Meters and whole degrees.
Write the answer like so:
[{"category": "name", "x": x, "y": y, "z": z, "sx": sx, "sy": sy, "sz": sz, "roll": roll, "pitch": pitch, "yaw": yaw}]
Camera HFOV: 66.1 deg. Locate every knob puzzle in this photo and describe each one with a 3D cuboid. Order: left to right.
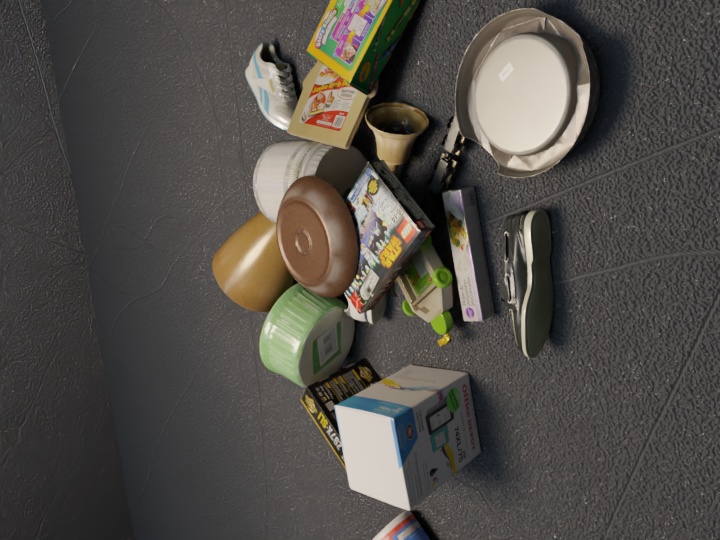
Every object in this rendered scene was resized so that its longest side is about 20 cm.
[{"category": "knob puzzle", "x": -0.033, "y": -0.314, "z": 0.954, "sx": 0.216, "sy": 0.030, "sz": 0.226, "roll": -18, "pitch": 63, "yaw": 38}]

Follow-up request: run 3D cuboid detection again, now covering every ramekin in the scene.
[{"category": "ramekin", "x": -0.098, "y": 0.133, "z": 1.109, "sx": 0.096, "sy": 0.198, "sz": 0.205, "roll": 25, "pitch": 121, "yaw": 32}]

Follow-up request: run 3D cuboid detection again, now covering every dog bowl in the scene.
[{"category": "dog bowl", "x": 0.216, "y": -0.227, "z": 0.720, "sx": 0.197, "sy": 0.058, "sz": 0.206, "roll": 19, "pitch": 116, "yaw": 44}]

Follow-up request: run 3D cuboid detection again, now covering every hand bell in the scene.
[{"category": "hand bell", "x": 0.053, "y": -0.163, "z": 0.933, "sx": 0.104, "sy": 0.103, "sz": 0.204, "roll": 39, "pitch": 142, "yaw": 33}]

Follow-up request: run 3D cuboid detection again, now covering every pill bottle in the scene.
[{"category": "pill bottle", "x": 0.113, "y": 0.589, "z": 1.075, "sx": 0.201, "sy": 0.110, "sz": 0.114, "roll": 49, "pitch": 135, "yaw": 26}]

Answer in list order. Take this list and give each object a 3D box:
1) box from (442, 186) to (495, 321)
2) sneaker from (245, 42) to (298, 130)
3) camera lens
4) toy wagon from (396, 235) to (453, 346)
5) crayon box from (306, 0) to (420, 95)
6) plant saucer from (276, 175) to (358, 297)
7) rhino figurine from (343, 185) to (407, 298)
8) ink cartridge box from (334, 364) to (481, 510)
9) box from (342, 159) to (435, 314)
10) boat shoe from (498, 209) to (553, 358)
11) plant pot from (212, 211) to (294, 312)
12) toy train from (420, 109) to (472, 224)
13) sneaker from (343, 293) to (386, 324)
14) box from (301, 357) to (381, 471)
[{"category": "box", "x": 0.168, "y": -0.025, "z": 0.858, "sx": 0.038, "sy": 0.041, "sz": 0.206, "roll": -4, "pitch": 101, "yaw": 48}, {"category": "sneaker", "x": -0.166, "y": -0.365, "z": 1.109, "sx": 0.203, "sy": 0.075, "sz": 0.081, "roll": 57, "pitch": 135, "yaw": 16}, {"category": "camera lens", "x": -0.093, "y": -0.158, "z": 1.026, "sx": 0.197, "sy": 0.157, "sz": 0.165, "roll": 12, "pitch": 112, "yaw": 46}, {"category": "toy wagon", "x": 0.106, "y": 0.027, "z": 0.926, "sx": 0.204, "sy": 0.039, "sz": 0.155, "roll": 63, "pitch": 156, "yaw": 12}, {"category": "crayon box", "x": 0.011, "y": -0.396, "z": 0.853, "sx": 0.119, "sy": 0.058, "sz": 0.203, "roll": 43, "pitch": 111, "yaw": 31}, {"category": "plant saucer", "x": -0.083, "y": -0.050, "z": 0.908, "sx": 0.197, "sy": 0.036, "sz": 0.207, "roll": 20, "pitch": 118, "yaw": 42}, {"category": "rhino figurine", "x": 0.030, "y": -0.051, "z": 0.922, "sx": 0.087, "sy": 0.058, "sz": 0.206, "roll": -19, "pitch": 87, "yaw": 67}, {"category": "ink cartridge box", "x": 0.083, "y": 0.269, "z": 0.934, "sx": 0.144, "sy": 0.197, "sz": 0.151, "roll": -4, "pitch": 100, "yaw": 47}, {"category": "box", "x": 0.016, "y": -0.048, "z": 0.862, "sx": 0.138, "sy": 0.039, "sz": 0.201, "roll": 53, "pitch": 133, "yaw": 20}, {"category": "boat shoe", "x": 0.226, "y": 0.018, "z": 0.780, "sx": 0.065, "sy": 0.073, "sz": 0.206, "roll": 8, "pitch": 108, "yaw": 49}, {"category": "plant pot", "x": -0.194, "y": -0.049, "z": 1.188, "sx": 0.201, "sy": 0.184, "sz": 0.188, "roll": -48, "pitch": 66, "yaw": 32}, {"category": "toy train", "x": 0.132, "y": -0.153, "z": 0.855, "sx": 0.034, "sy": 0.045, "sz": 0.204, "roll": 37, "pitch": 131, "yaw": 27}, {"category": "sneaker", "x": 0.000, "y": 0.000, "z": 1.027, "sx": 0.079, "sy": 0.076, "sz": 0.206, "roll": 13, "pitch": 112, "yaw": 33}, {"category": "box", "x": 0.001, "y": 0.284, "z": 1.066, "sx": 0.201, "sy": 0.157, "sz": 0.050, "roll": 50, "pitch": 134, "yaw": 24}]
